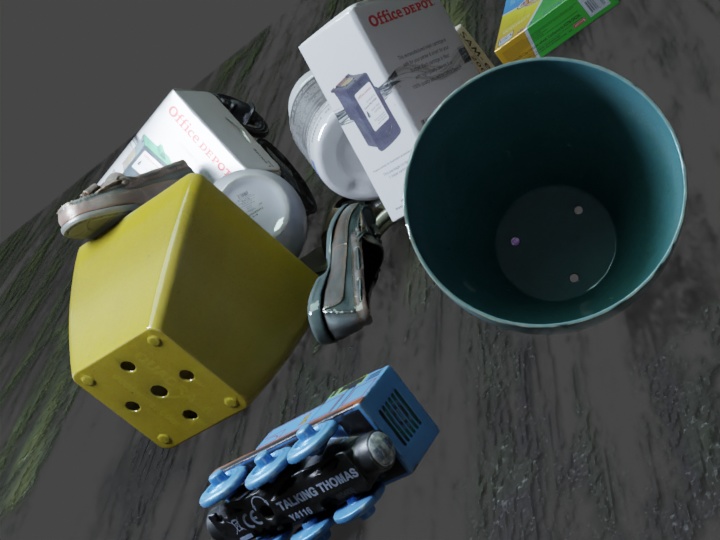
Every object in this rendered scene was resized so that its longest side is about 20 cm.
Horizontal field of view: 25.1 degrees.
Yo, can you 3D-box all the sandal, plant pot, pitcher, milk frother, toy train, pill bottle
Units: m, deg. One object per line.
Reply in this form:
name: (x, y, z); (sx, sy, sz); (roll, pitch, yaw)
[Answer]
sandal: (0.004, -0.063, 1.748); (0.201, 0.057, 0.080); (-40, 16, 12)
plant pot: (0.140, -0.039, 1.199); (0.200, 0.200, 0.135); (-42, -19, -3)
plant pot: (-0.183, 0.059, 1.652); (0.200, 0.200, 0.177); (-29, 31, 36)
pitcher: (-0.142, -0.024, 1.780); (0.171, 0.121, 0.200); (-34, -9, -13)
milk frother: (-0.182, -0.103, 2.051); (0.188, 0.181, 0.200); (-37, 22, 13)
toy train: (-0.037, 0.154, 1.247); (0.200, 0.087, 0.114); (-31, 10, 39)
pill bottle: (-0.014, -0.156, 1.753); (0.114, 0.114, 0.200); (-41, 24, 2)

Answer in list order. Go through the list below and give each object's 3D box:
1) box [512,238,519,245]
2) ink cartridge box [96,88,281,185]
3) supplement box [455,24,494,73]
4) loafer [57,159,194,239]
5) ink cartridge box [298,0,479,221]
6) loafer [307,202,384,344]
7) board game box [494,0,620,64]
box: (0.143, -0.072, 1.487); (0.200, 0.039, 0.137); (-40, 16, 4)
ink cartridge box: (-0.212, -0.092, 1.886); (0.200, 0.146, 0.084); (-49, -17, 19)
supplement box: (0.058, -0.193, 1.936); (0.126, 0.074, 0.200); (-22, 25, 48)
loafer: (-0.249, -0.079, 1.738); (0.072, 0.063, 0.200); (-32, -13, 39)
ink cartridge box: (0.050, -0.170, 1.604); (0.084, 0.200, 0.145); (-28, 1, 40)
loafer: (0.000, 0.000, 1.610); (0.063, 0.072, 0.200); (-12, 34, 21)
board game box: (0.237, -0.321, 1.918); (0.153, 0.040, 0.200); (-34, 18, 24)
